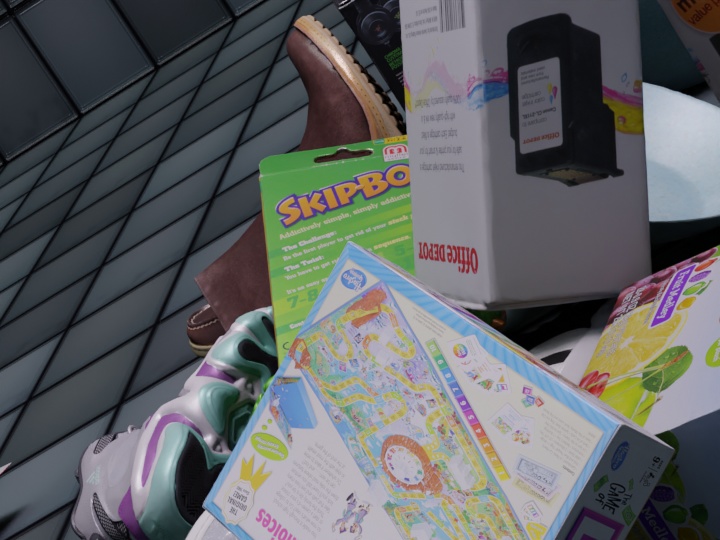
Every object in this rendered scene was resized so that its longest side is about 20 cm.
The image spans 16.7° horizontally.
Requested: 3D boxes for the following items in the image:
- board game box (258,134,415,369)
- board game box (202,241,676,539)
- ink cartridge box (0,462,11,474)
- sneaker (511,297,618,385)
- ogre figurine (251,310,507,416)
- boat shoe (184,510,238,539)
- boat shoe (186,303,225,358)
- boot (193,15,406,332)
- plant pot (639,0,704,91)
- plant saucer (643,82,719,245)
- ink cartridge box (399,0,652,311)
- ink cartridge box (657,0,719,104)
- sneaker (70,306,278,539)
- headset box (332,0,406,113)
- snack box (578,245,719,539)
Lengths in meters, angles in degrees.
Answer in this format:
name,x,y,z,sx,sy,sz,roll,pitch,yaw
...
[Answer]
name,x,y,z,sx,sy,sz,roll,pitch,yaw
board game box,0.000,0.000,1.277,0.095,0.030,0.201,-8,42,0
board game box,0.024,0.085,0.995,0.200,0.034,0.135,35,97,52
ink cartridge box,-0.320,0.216,1.613,0.162,0.057,0.200,-26,7,32
sneaker,0.048,0.054,1.125,0.200,0.111,0.073,-50,-22,-46
ogre figurine,0.023,0.013,1.390,0.199,0.098,0.120,-25,-3,-29
boat shoe,-0.017,0.124,1.156,0.065,0.075,0.202,-20,11,41
boat shoe,-0.048,-0.003,1.658,0.199,0.072,0.072,-24,17,36
boot,-0.040,-0.043,1.542,0.166,0.200,0.072,-34,-17,8
plant pot,0.202,-0.197,1.615,0.200,0.135,0.200,-31,14,9
plant saucer,0.129,-0.055,1.348,0.200,0.039,0.201,5,27,-3
ink cartridge box,0.075,-0.086,1.171,0.082,0.201,0.146,-4,3,-13
ink cartridge box,0.248,-0.140,1.171,0.147,0.200,0.145,-21,18,42
sneaker,-0.111,0.099,1.440,0.140,0.078,0.200,-23,17,36
headset box,0.062,-0.133,1.582,0.093,0.200,0.174,-32,14,4
snack box,0.185,0.033,1.000,0.199,0.068,0.169,-25,18,29
